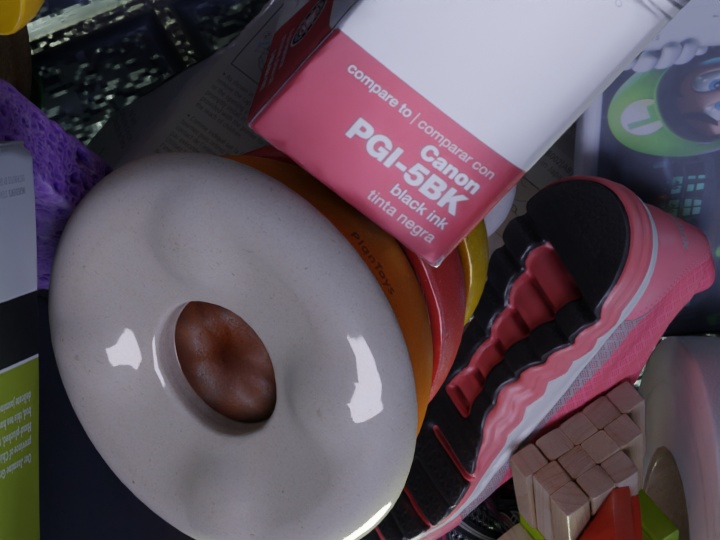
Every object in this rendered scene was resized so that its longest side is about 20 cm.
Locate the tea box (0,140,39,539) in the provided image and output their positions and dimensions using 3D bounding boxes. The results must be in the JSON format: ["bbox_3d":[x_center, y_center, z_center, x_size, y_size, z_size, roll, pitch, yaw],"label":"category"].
[{"bbox_3d":[-0.214,0.058,0.683,0.199,0.134,0.197,2,96,12],"label":"tea box"}]

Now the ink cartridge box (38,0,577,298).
[{"bbox_3d":[-0.021,-0.030,0.884,0.161,0.050,0.200,36,101,-29],"label":"ink cartridge box"}]

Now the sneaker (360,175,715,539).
[{"bbox_3d":[0.068,0.049,0.879,0.087,0.074,0.200,10,132,-43],"label":"sneaker"}]

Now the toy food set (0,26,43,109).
[{"bbox_3d":[-0.220,-0.079,0.815,0.199,0.049,0.198,-13,130,7],"label":"toy food set"}]

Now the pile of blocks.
[{"bbox_3d":[0.088,0.137,0.899,0.082,0.062,0.200,-17,142,-34],"label":"pile of blocks"}]

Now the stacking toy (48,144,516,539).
[{"bbox_3d":[0.000,0.000,0.787,0.146,0.200,0.146,16,121,29],"label":"stacking toy"}]

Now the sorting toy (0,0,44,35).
[{"bbox_3d":[-0.058,-0.172,0.709,0.180,0.107,0.200,-18,131,-29],"label":"sorting toy"}]

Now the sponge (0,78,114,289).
[{"bbox_3d":[-0.167,-0.046,0.753,0.111,0.030,0.200,-9,147,31],"label":"sponge"}]

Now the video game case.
[{"bbox_3d":[0.174,-0.045,0.862,0.181,0.023,0.200,-4,140,-1],"label":"video game case"}]

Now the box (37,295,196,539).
[{"bbox_3d":[-0.111,0.148,0.866,0.117,0.197,0.200,16,152,2],"label":"box"}]

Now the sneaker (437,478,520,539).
[{"bbox_3d":[0.061,0.132,0.990,0.075,0.081,0.200,-32,124,19],"label":"sneaker"}]

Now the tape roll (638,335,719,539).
[{"bbox_3d":[0.193,0.127,0.915,0.139,0.203,0.203,2,130,-4],"label":"tape roll"}]

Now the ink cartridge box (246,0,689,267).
[{"bbox_3d":[0.062,-0.120,0.715,0.083,0.147,0.200,37,116,-13],"label":"ink cartridge box"}]
